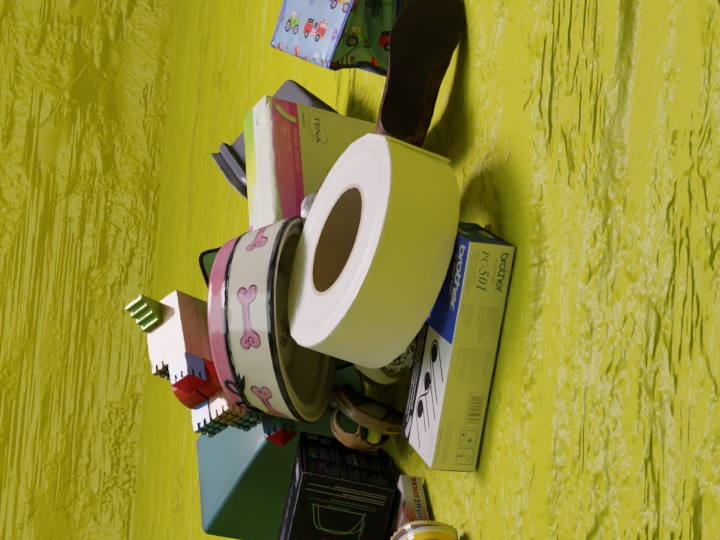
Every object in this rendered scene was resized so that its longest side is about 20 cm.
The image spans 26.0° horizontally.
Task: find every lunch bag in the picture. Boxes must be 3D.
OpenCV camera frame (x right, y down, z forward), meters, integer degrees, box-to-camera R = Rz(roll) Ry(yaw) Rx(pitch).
[{"bbox_3d":[-0.011,-0.326,1.718,0.151,0.094,0.200,30,112,57],"label":"lunch bag"}]

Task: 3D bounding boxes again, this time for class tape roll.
[{"bbox_3d":[0.009,-0.018,1.383,0.202,0.071,0.203,-53,27,41],"label":"tape roll"}]

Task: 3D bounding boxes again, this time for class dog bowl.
[{"bbox_3d":[-0.085,0.049,1.509,0.200,0.074,0.200,-4,-90,-75],"label":"dog bowl"}]

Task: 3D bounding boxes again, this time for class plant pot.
[{"bbox_3d":[-0.079,0.189,1.744,0.200,0.141,0.141,-59,27,34],"label":"plant pot"}]

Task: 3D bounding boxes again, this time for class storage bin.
[{"bbox_3d":[-0.071,-0.134,1.846,0.134,0.146,0.200,-53,20,7],"label":"storage bin"}]

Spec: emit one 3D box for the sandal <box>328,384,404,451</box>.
[{"bbox_3d":[-0.002,0.151,1.559,0.200,0.080,0.054,172,122,-81],"label":"sandal"}]

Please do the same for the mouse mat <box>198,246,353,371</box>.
[{"bbox_3d":[-0.077,0.040,1.636,0.008,0.200,0.161,-23,85,39],"label":"mouse mat"}]

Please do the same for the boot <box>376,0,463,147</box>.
[{"bbox_3d":[0.047,-0.158,1.551,0.200,0.064,0.186,96,-165,-66],"label":"boot"}]

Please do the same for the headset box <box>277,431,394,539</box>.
[{"bbox_3d":[-0.036,0.280,1.540,0.174,0.093,0.200,-108,30,-82],"label":"headset box"}]

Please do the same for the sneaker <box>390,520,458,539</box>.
[{"bbox_3d":[0.036,0.309,1.376,0.090,0.075,0.200,-92,15,-46],"label":"sneaker"}]

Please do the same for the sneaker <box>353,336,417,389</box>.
[{"bbox_3d":[0.053,0.014,1.485,0.089,0.077,0.200,-12,61,38],"label":"sneaker"}]

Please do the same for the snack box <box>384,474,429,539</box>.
[{"bbox_3d":[0.029,0.293,1.501,0.072,0.024,0.200,-99,20,-52],"label":"snack box"}]

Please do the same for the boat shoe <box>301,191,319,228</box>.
[{"bbox_3d":[0.000,0.000,1.559,0.069,0.057,0.200,-79,-27,-42],"label":"boat shoe"}]

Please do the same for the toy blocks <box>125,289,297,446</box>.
[{"bbox_3d":[-0.142,0.110,1.595,0.100,0.200,0.137,-34,51,28],"label":"toy blocks"}]

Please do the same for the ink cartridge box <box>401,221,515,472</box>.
[{"bbox_3d":[0.083,0.064,1.350,0.094,0.044,0.200,-137,54,-70],"label":"ink cartridge box"}]

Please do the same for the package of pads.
[{"bbox_3d":[-0.041,-0.082,1.665,0.068,0.154,0.200,-44,42,47],"label":"package of pads"}]
